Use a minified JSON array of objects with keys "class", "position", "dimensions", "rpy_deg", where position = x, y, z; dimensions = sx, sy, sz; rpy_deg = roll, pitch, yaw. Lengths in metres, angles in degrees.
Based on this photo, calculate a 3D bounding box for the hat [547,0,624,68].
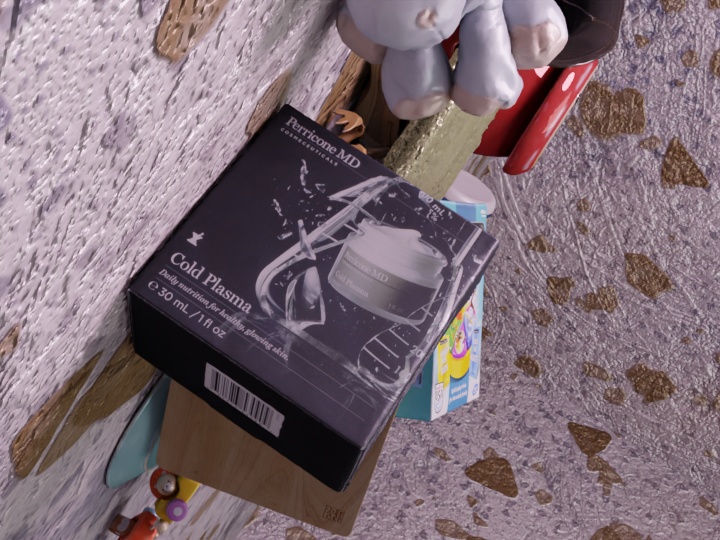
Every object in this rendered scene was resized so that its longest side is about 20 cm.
[{"class":"hat","position":[0.173,-0.266,1.070],"dimensions":[0.201,0.200,0.081],"rpy_deg":[-53,177,-35]}]

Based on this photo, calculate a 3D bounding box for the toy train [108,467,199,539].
[{"class":"toy train","position":[-0.215,0.229,1.160],"dimensions":[0.150,0.056,0.201],"rpy_deg":[-34,-158,55]}]

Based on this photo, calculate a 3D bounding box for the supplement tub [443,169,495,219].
[{"class":"supplement tub","position":[0.157,-0.088,2.019],"dimensions":[0.201,0.144,0.144],"rpy_deg":[-60,173,26]}]

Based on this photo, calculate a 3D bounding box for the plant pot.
[{"class":"plant pot","position":[0.160,-0.223,1.200],"dimensions":[0.201,0.182,0.200],"rpy_deg":[-57,176,-6]}]

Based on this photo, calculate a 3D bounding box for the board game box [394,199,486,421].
[{"class":"board game box","position":[0.078,0.033,1.009],"dimensions":[0.151,0.047,0.201],"rpy_deg":[-6,99,-67]}]

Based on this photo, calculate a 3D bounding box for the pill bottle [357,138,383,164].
[{"class":"pill bottle","position":[0.044,-0.105,1.192],"dimensions":[0.112,0.111,0.200],"rpy_deg":[-55,173,-19]}]

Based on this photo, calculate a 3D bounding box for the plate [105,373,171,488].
[{"class":"plate","position":[-0.184,0.139,1.046],"dimensions":[0.201,0.025,0.200],"rpy_deg":[-56,173,-11]}]

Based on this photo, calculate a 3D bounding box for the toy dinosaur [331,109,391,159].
[{"class":"toy dinosaur","position":[-0.015,-0.104,0.993],"dimensions":[0.199,0.061,0.106],"rpy_deg":[-29,165,-29]}]

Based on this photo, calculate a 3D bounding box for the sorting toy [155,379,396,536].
[{"class":"sorting toy","position":[-0.071,0.123,0.953],"dimensions":[0.070,0.198,0.201],"rpy_deg":[-66,175,-55]}]

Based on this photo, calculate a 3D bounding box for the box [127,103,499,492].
[{"class":"box","position":[-0.036,0.020,0.784],"dimensions":[0.197,0.199,0.124],"rpy_deg":[-54,173,-27]}]

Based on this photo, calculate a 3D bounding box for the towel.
[{"class":"towel","position":[0.077,-0.128,1.013],"dimensions":[0.201,0.036,0.148],"rpy_deg":[-57,162,-3]}]

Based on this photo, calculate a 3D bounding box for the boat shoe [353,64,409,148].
[{"class":"boat shoe","position":[0.047,-0.190,0.997],"dimensions":[0.071,0.064,0.200],"rpy_deg":[-52,173,-33]}]

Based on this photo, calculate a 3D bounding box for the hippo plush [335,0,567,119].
[{"class":"hippo plush","position":[0.070,-0.198,0.704],"dimensions":[0.201,0.159,0.161],"rpy_deg":[-57,175,5]}]
